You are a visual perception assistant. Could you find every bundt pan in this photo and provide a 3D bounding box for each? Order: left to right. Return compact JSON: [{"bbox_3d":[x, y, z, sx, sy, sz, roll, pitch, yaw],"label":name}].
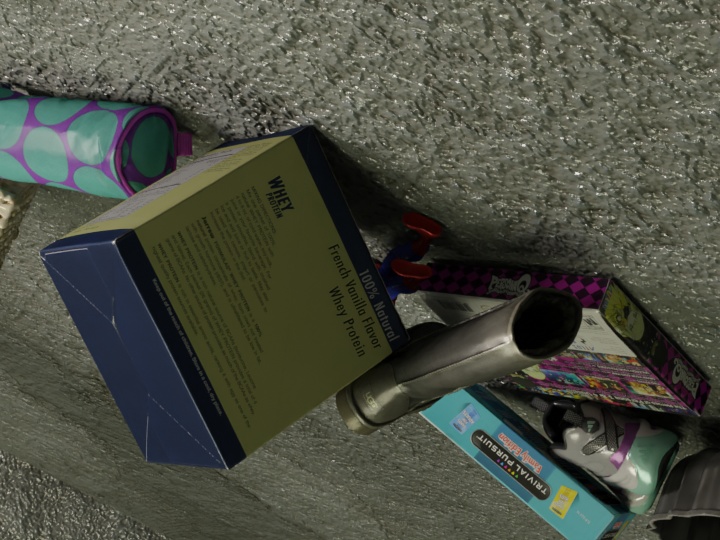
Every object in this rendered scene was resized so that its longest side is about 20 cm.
[{"bbox_3d":[0.361,0.213,1.564,0.201,0.076,0.202,13,161,5],"label":"bundt pan"}]

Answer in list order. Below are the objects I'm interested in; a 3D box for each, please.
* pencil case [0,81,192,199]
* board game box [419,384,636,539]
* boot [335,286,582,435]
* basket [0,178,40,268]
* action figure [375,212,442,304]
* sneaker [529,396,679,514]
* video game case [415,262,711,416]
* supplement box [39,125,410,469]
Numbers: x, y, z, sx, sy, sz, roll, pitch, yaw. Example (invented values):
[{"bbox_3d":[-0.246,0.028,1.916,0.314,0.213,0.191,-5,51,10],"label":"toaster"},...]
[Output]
[{"bbox_3d":[-0.249,-0.110,1.503,0.200,0.085,0.092,11,-166,34],"label":"pencil case"},{"bbox_3d":[0.159,0.183,1.651,0.200,0.047,0.151,40,-175,17],"label":"board game box"},{"bbox_3d":[0.093,0.058,1.407,0.200,0.182,0.073,-35,93,37],"label":"boot"},{"bbox_3d":[-0.422,-0.055,1.637,0.198,0.161,0.200,28,-169,-6],"label":"basket"},{"bbox_3d":[0.000,0.000,1.510,0.099,0.065,0.200,18,160,-4],"label":"action figure"},{"bbox_3d":[0.220,0.157,1.624,0.140,0.078,0.200,26,166,14],"label":"sneaker"},{"bbox_3d":[0.171,0.058,1.490,0.200,0.036,0.181,5,152,45],"label":"video game case"},{"bbox_3d":[-0.106,0.020,1.390,0.134,0.200,0.200,-4,116,55],"label":"supplement box"}]
